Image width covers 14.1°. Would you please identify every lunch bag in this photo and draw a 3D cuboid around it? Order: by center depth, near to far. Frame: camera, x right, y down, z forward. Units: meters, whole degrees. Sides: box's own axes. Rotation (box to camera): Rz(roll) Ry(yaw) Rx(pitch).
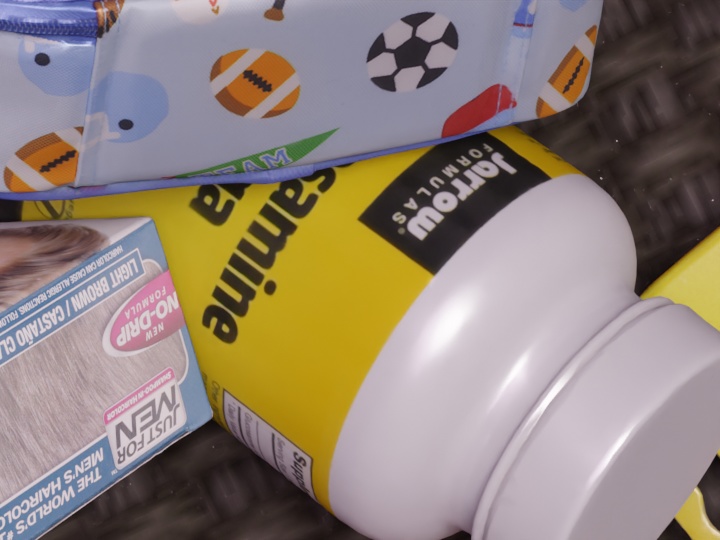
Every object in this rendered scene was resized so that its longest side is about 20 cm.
[{"bbox_3d":[-0.043,-0.097,0.735,0.199,0.076,0.160,-6,45,-21],"label":"lunch bag"}]

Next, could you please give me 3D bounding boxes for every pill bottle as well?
[{"bbox_3d":[0.000,0.000,0.780,0.200,0.112,0.113,36,91,22],"label":"pill bottle"}]

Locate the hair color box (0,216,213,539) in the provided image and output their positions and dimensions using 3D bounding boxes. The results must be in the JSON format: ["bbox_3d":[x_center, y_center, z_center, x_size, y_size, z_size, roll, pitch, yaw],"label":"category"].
[{"bbox_3d":[-0.149,0.032,0.771,0.200,0.100,0.061,-1,113,38],"label":"hair color box"}]

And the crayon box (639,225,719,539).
[{"bbox_3d":[0.169,0.010,0.802,0.200,0.051,0.127,-40,85,17],"label":"crayon box"}]
